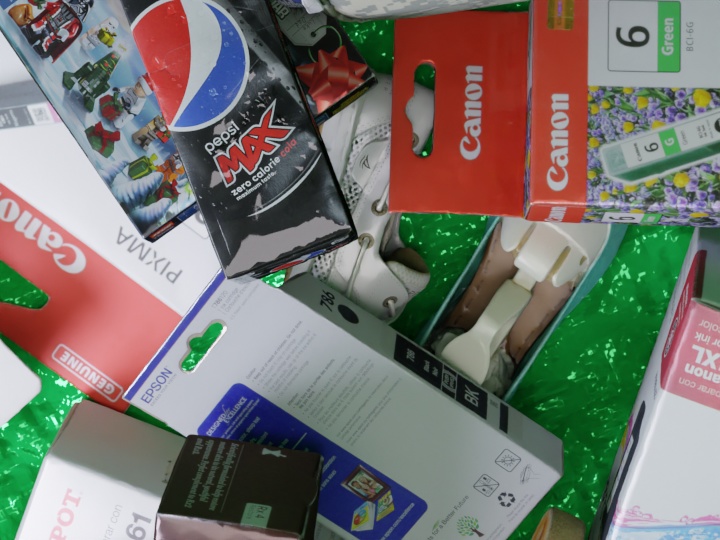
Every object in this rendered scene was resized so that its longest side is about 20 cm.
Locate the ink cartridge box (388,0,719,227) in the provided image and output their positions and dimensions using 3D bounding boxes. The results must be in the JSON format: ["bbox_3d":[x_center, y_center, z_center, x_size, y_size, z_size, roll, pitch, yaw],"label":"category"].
[{"bbox_3d":[0.114,-0.079,1.257,0.199,0.050,0.109,2,82,0],"label":"ink cartridge box"}]

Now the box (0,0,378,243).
[{"bbox_3d":[-0.103,-0.133,1.264,0.137,0.040,0.200,-35,86,0],"label":"box"}]

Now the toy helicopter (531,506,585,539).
[{"bbox_3d":[0.065,0.194,1.312,0.079,0.132,0.200,23,135,0],"label":"toy helicopter"}]

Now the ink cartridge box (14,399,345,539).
[{"bbox_3d":[-0.089,0.175,1.378,0.199,0.085,0.145,22,111,1],"label":"ink cartridge box"}]

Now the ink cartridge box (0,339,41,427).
[{"bbox_3d":[-0.262,0.073,1.377,0.200,0.068,0.115,-41,98,18],"label":"ink cartridge box"}]

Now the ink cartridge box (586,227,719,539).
[{"bbox_3d":[0.170,0.094,1.285,0.083,0.146,0.201,18,109,3],"label":"ink cartridge box"}]

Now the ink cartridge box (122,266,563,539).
[{"bbox_3d":[-0.008,0.073,1.290,0.200,0.039,0.100,34,115,-14],"label":"ink cartridge box"}]

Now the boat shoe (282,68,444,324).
[{"bbox_3d":[0.000,0.000,1.317,0.069,0.071,0.201,14,108,5],"label":"boat shoe"}]

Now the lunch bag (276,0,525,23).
[{"bbox_3d":[0.053,-0.189,1.198,0.199,0.168,0.140,-11,106,11],"label":"lunch bag"}]

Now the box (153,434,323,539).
[{"bbox_3d":[-0.067,0.190,1.243,0.075,0.100,0.201,10,108,2],"label":"box"}]

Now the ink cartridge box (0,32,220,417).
[{"bbox_3d":[-0.157,-0.038,1.342,0.200,0.044,0.174,36,107,-5],"label":"ink cartridge box"}]

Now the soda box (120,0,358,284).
[{"bbox_3d":[-0.065,-0.097,1.205,0.063,0.071,0.201,-22,86,2],"label":"soda box"}]

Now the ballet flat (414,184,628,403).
[{"bbox_3d":[0.081,0.007,1.309,0.067,0.070,0.200,29,109,-2],"label":"ballet flat"}]
